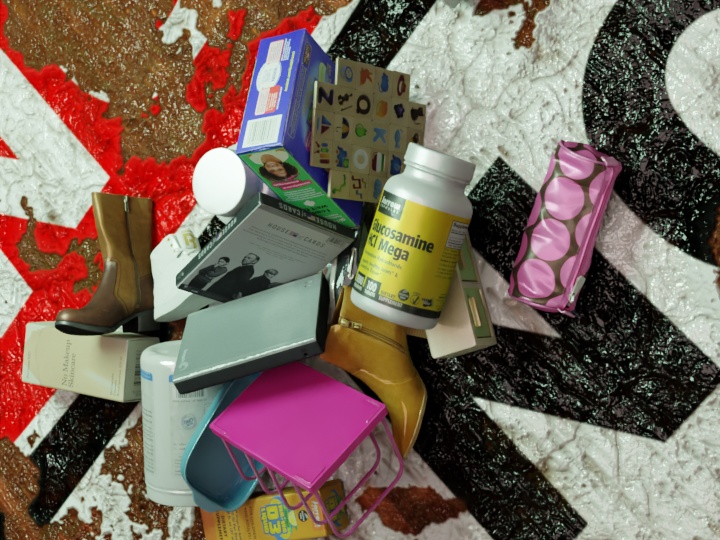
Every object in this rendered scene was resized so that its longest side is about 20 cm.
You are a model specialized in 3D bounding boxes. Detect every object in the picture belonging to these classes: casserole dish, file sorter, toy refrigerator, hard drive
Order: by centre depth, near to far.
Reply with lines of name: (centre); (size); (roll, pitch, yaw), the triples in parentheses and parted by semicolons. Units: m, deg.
toy refrigerator: (0.109, 0.003, 1.457); (0.069, 0.076, 0.204); (-18, 80, 26)
file sorter: (-0.062, 0.225, 1.466); (0.198, 0.127, 0.139); (21, 55, 43)
hard drive: (-0.137, 0.080, 1.482); (0.197, 0.141, 0.033); (-18, 123, 14)
casserole dish: (-0.167, 0.221, 1.537); (0.038, 0.121, 0.202); (9, 63, 50)

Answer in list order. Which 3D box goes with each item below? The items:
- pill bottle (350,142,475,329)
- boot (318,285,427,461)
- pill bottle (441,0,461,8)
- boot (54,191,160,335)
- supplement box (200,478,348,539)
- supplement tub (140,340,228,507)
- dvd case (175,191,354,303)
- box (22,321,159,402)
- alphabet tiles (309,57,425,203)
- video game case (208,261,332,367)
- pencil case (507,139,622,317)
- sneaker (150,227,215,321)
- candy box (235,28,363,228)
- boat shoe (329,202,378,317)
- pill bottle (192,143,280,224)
pill bottle: (0.067, -0.042, 1.375); (0.111, 0.112, 0.203); (21, 98, 26)
boot: (0.014, 0.129, 1.470); (0.141, 0.071, 0.205); (11, 83, -12)
pill bottle: (0.146, -0.429, 1.429); (0.112, 0.112, 0.201); (46, 108, 21)
boot: (-0.359, -0.012, 1.645); (0.068, 0.186, 0.204); (-7, 87, 44)
supplement box: (-0.118, 0.332, 1.574); (0.197, 0.069, 0.068); (-14, 84, 25)
supplement tub: (-0.234, 0.205, 1.589); (0.130, 0.131, 0.204); (5, 100, 28)
dvd case: (-0.124, -0.016, 1.492); (0.200, 0.149, 0.025); (-40, 44, 36)
box: (-0.401, 0.133, 1.723); (0.197, 0.077, 0.097); (5, 92, 28)
alphabet tiles: (0.012, -0.170, 1.447); (0.006, 0.198, 0.170); (3, 90, 44)
video game case: (-0.132, 0.061, 1.613); (0.180, 0.024, 0.204); (19, 97, 27)
pencil case: (0.247, -0.049, 1.380); (0.093, 0.089, 0.204); (30, 107, 61)
sneaker: (-0.232, -0.011, 1.621); (0.198, 0.073, 0.118); (-24, 70, 40)
candy box: (-0.062, -0.170, 1.457); (0.076, 0.200, 0.172); (-6, 60, 30)
boat shoe: (0.000, 0.000, 1.515); (0.059, 0.075, 0.204); (-8, 85, 33)
pill bottle: (-0.130, -0.107, 1.516); (0.110, 0.199, 0.114); (-1, 88, 27)
